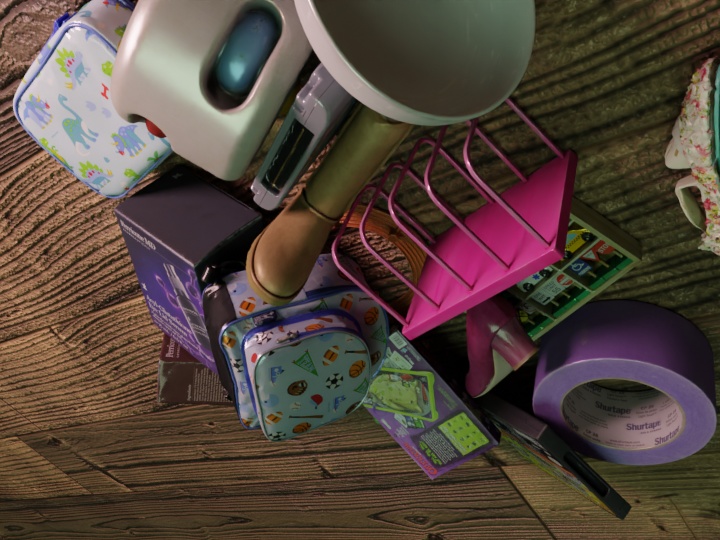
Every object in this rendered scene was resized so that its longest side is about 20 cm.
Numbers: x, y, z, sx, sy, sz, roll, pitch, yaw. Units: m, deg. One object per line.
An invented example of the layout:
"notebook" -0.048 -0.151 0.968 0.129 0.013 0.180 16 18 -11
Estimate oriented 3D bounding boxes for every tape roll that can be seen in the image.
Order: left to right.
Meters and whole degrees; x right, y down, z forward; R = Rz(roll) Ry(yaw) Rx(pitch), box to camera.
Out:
"tape roll" 0.303 0.134 0.819 0.196 0.086 0.202 12 138 11

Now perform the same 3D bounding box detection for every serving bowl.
"serving bowl" 0.033 -0.199 0.519 0.199 0.202 0.066 38 157 -18

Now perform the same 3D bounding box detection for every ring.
"ring" 0.000 0.000 0.861 0.197 0.019 0.203 13 137 12

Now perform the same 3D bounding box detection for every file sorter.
"file sorter" 0.084 -0.056 0.675 0.125 0.140 0.199 39 136 -17

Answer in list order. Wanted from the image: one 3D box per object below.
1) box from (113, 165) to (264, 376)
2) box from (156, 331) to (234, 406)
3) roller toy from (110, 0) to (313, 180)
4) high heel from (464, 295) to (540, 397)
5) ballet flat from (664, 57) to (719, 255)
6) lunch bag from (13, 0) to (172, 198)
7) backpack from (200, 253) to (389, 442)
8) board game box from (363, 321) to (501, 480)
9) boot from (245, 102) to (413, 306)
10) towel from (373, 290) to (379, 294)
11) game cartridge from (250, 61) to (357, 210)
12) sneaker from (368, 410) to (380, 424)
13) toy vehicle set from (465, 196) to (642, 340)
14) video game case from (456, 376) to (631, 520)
"box" -0.189 0.003 0.845 0.147 0.104 0.202 30 143 29
"box" -0.167 0.123 0.946 0.196 0.101 0.076 3 119 -12
"roller toy" -0.111 -0.177 0.598 0.138 0.184 0.200 30 138 -11
"high heel" 0.144 0.085 0.837 0.097 0.067 0.201 51 156 13
"ballet flat" 0.299 -0.084 0.606 0.063 0.076 0.201 1 133 44
"lunch bag" -0.263 -0.179 0.740 0.160 0.083 0.199 42 135 -22
"backpack" -0.061 0.075 0.771 0.154 0.188 0.202 49 152 39
"board game box" 0.072 0.168 0.898 0.119 0.032 0.200 -37 101 27
"boot" -0.025 -0.080 0.662 0.066 0.177 0.200 32 135 -12
"towel" -0.074 0.043 0.905 0.197 0.030 0.148 23 142 7
"game cartridge" -0.032 -0.142 0.625 0.041 0.134 0.200 41 154 -4
"sneaker" 0.059 0.193 0.987 0.198 0.086 0.078 32 139 -11
"toy vehicle set" 0.191 0.002 0.773 0.123 0.027 0.200 30 138 -9
"video game case" 0.225 0.222 0.907 0.181 0.026 0.199 44 171 -22
